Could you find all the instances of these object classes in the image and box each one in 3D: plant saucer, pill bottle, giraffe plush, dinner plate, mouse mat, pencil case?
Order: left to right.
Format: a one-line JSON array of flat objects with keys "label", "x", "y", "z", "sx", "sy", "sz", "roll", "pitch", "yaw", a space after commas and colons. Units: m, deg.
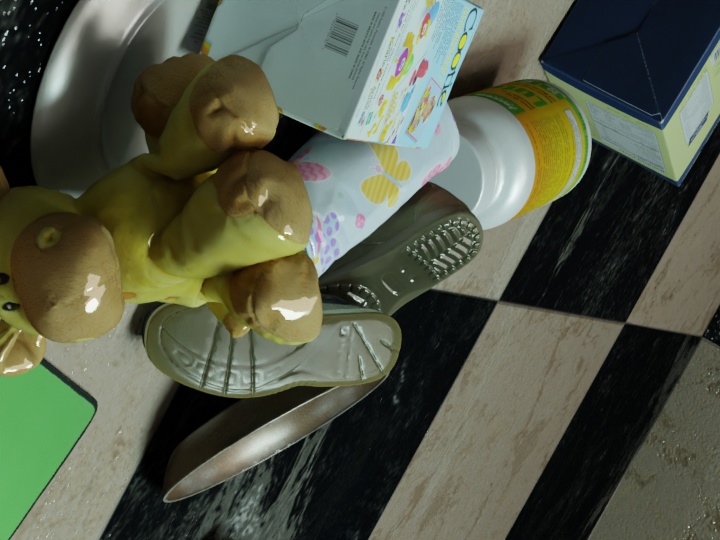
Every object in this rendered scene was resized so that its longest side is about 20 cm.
[{"label": "mouse mat", "x": -0.247, "y": 0.146, "z": 1.085, "sx": 0.200, "sy": 0.008, "sz": 0.161, "roll": -55, "pitch": 159, "yaw": -10}, {"label": "giraffe plush", "x": -0.134, "y": -0.018, "z": 0.928, "sx": 0.162, "sy": 0.173, "sz": 0.200, "roll": -17, "pitch": 178, "yaw": -24}, {"label": "dinner plate", "x": -0.117, "y": -0.116, "z": 1.004, "sx": 0.200, "sy": 0.024, "sz": 0.201, "roll": -50, "pitch": 158, "yaw": -28}, {"label": "plant saucer", "x": -0.071, "y": 0.116, "z": 1.324, "sx": 0.200, "sy": 0.032, "sz": 0.200, "roll": -30, "pitch": 169, "yaw": -6}, {"label": "pencil case", "x": -0.013, "y": -0.066, "z": 1.235, "sx": 0.200, "sy": 0.090, "sz": 0.083, "roll": -44, "pitch": 120, "yaw": -40}, {"label": "pill bottle", "x": 0.108, "y": -0.095, "z": 1.438, "sx": 0.200, "sy": 0.111, "sz": 0.111, "roll": -24, "pitch": 140, "yaw": -58}]

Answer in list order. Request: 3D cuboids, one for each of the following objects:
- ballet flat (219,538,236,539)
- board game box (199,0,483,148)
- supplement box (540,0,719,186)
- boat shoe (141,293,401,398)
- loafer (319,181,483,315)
[{"label": "ballet flat", "x": -0.115, "y": 0.302, "z": 1.540, "sx": 0.200, "sy": 0.070, "sz": 0.065, "roll": 97, "pitch": 16, "yaw": -55}, {"label": "board game box", "x": -0.008, "y": -0.144, "z": 1.063, "sx": 0.105, "sy": 0.103, "sz": 0.200, "roll": -68, "pitch": 166, "yaw": 8}, {"label": "supplement box", "x": 0.295, "y": -0.221, "z": 1.672, "sx": 0.200, "sy": 0.134, "sz": 0.200, "roll": -58, "pitch": 160, "yaw": -5}, {"label": "boat shoe", "x": -0.069, "y": 0.048, "z": 1.221, "sx": 0.200, "sy": 0.066, "sz": 0.072, "roll": 2, "pitch": 101, "yaw": -31}, {"label": "loafer", "x": 0.000, "y": 0.000, "z": 1.305, "sx": 0.199, "sy": 0.068, "sz": 0.076, "roll": -27, "pitch": 130, "yaw": 10}]
